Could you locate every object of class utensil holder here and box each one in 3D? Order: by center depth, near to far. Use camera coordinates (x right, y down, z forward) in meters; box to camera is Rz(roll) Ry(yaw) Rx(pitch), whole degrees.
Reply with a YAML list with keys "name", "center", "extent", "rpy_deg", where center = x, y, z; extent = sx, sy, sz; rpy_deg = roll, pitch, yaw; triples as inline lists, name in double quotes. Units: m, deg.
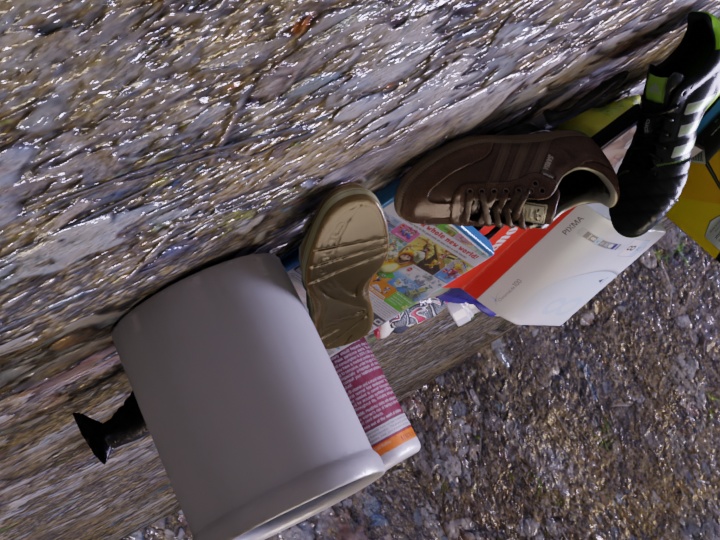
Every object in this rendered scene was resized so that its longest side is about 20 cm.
- name: "utensil holder"
  center: [-0.096, 0.111, 1.248]
  extent: [0.168, 0.202, 0.170]
  rpy_deg: [-26, 168, -6]

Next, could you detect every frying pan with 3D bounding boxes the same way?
- name: "frying pan"
  center: [0.140, -0.114, 1.328]
  extent: [0.114, 0.031, 0.190]
  rpy_deg: [-18, 157, -47]

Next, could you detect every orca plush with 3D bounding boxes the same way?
- name: "orca plush"
  center: [-0.184, 0.093, 1.444]
  extent: [0.198, 0.072, 0.106]
  rpy_deg: [-25, -144, -4]

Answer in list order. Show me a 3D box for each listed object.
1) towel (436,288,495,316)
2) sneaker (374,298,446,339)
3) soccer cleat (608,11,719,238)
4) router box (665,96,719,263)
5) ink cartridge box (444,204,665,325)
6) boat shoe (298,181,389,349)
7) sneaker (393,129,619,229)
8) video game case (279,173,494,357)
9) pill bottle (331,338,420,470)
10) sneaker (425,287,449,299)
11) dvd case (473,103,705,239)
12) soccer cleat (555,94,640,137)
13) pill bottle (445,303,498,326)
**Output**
- name: "towel"
  center: [0.168, -0.035, 1.547]
  extent: [0.199, 0.050, 0.147]
  rpy_deg: [-39, 153, 20]
- name: "sneaker"
  center: [0.043, 0.022, 1.627]
  extent: [0.074, 0.082, 0.200]
  rpy_deg: [-23, 176, 14]
- name: "soccer cleat"
  center: [0.258, -0.127, 1.299]
  extent: [0.081, 0.067, 0.202]
  rpy_deg: [30, 87, -48]
- name: "router box"
  center: [0.369, -0.123, 1.459]
  extent: [0.201, 0.149, 0.051]
  rpy_deg: [-53, 164, 20]
- name: "ink cartridge box"
  center: [0.174, -0.010, 1.444]
  extent: [0.199, 0.048, 0.160]
  rpy_deg: [0, 144, -46]
- name: "boat shoe"
  center: [-0.019, -0.012, 1.257]
  extent: [0.072, 0.064, 0.202]
  rpy_deg: [-16, 148, -10]
- name: "sneaker"
  center: [0.127, -0.070, 1.271]
  extent: [0.198, 0.076, 0.071]
  rpy_deg: [-16, 135, -21]
- name: "video game case"
  center: [0.003, 0.001, 1.362]
  extent: [0.199, 0.018, 0.143]
  rpy_deg: [-32, 140, 20]
- name: "pill bottle"
  center: [-0.032, 0.118, 1.541]
  extent: [0.113, 0.202, 0.114]
  rpy_deg: [-27, 172, -4]
- name: "sneaker"
  center: [0.000, 0.000, 1.434]
  extent: [0.198, 0.074, 0.119]
  rpy_deg: [-20, 157, -11]
- name: "dvd case"
  center: [0.215, -0.077, 1.430]
  extent: [0.199, 0.018, 0.142]
  rpy_deg: [-37, 153, 25]
- name: "soccer cleat"
  center: [0.241, -0.140, 1.483]
  extent: [0.084, 0.064, 0.200]
  rpy_deg: [-61, 161, 9]
- name: "pill bottle"
  center: [0.186, -0.013, 1.835]
  extent: [0.198, 0.105, 0.104]
  rpy_deg: [-30, 172, 4]
